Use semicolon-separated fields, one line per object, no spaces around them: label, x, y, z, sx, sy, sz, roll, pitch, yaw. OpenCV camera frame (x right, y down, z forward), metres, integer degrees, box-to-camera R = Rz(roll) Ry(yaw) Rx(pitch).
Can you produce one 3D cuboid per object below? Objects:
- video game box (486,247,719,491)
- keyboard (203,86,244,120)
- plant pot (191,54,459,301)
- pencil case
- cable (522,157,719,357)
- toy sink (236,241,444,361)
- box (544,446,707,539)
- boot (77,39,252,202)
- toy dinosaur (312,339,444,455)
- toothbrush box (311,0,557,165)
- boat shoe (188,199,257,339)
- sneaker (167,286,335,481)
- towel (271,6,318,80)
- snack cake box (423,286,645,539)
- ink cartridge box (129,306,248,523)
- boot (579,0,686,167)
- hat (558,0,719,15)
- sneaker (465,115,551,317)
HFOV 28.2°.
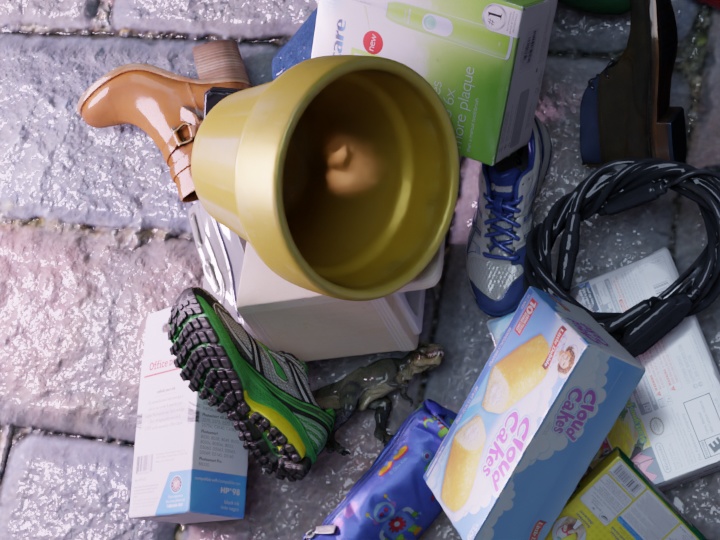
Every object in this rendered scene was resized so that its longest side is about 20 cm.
video game box;0.230;0.107;1.291;0.180;0.047;0.202;-22;69;10
keyboard;-0.062;-0.112;1.428;0.197;0.021;0.129;8;109;6
plant pot;-0.045;-0.088;1.246;0.188;0.200;0.203;15;79;51
pencil case;0.027;0.209;1.312;0.200;0.087;0.078;-48;32;0
cable;0.243;-0.020;1.279;0.200;0.051;0.164;-43;60;8
toy sink;0.000;0.000;1.349;0.198;0.112;0.132;-9;52;20
box;0.190;0.264;1.233;0.200;0.048;0.117;-45;87;8
boot;-0.200;-0.142;1.498;0.198;0.074;0.157;-18;74;17
toy dinosaur;-0.001;0.129;1.369;0.198;0.047;0.089;-17;67;19
toothbrush box;0.062;-0.200;1.288;0.198;0.086;0.147;22;118;24
boat shoe;-0.127;0.012;1.431;0.065;0.072;0.202;-28;72;25
sneaker;-0.101;0.095;1.318;0.078;0.085;0.201;-22;110;46
towel;-0.014;-0.226;1.421;0.200;0.048;0.113;-41;59;37
snack cake box;0.143;0.131;1.211;0.201;0.067;0.115;-62;26;13
ink cartridge box;-0.161;0.138;1.380;0.115;0.066;0.203;-16;66;51
boot;0.242;-0.185;1.324;0.096;0.075;0.203;-1;104;27
hat;0.256;-0.269;1.403;0.166;0.176;0.200;-45;27;1
sneaker;0.132;-0.059;1.350;0.074;0.088;0.203;3;77;18
